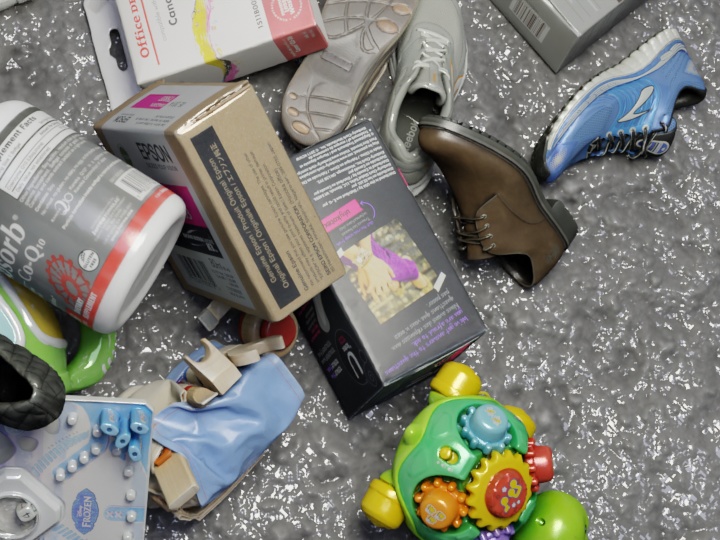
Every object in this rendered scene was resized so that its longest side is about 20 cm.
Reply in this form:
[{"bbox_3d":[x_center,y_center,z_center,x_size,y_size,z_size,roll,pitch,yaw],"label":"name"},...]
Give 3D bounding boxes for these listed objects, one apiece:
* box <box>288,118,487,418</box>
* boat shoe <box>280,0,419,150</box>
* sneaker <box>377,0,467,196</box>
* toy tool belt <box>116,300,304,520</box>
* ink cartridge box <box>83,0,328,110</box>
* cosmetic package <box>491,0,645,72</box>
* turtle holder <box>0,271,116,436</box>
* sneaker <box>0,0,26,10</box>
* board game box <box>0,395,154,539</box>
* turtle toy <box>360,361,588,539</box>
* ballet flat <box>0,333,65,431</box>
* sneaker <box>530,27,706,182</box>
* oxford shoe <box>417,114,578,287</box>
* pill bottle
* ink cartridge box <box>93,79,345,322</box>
[{"bbox_3d":[0.000,0.000,1.281,0.105,0.122,0.202,-25,81,-20],"label":"box"},{"bbox_3d":[-0.011,-0.191,1.364,0.074,0.073,0.201,32,75,4],"label":"boat shoe"},{"bbox_3d":[0.060,-0.166,1.362,0.075,0.092,0.202,14,70,-7],"label":"sneaker"},{"bbox_3d":[-0.101,0.104,1.221,0.200,0.122,0.125,-47,113,-20],"label":"toy tool belt"},{"bbox_3d":[-0.139,-0.218,1.309,0.198,0.067,0.118,-18,80,7],"label":"ink cartridge box"},{"bbox_3d":[0.225,-0.289,1.440,0.200,0.090,0.107,-41,83,-17],"label":"cosmetic package"},{"bbox_3d":[-0.280,0.057,1.177,0.183,0.141,0.133,-11,92,14],"label":"turtle holder"},{"bbox_3d":[-0.346,-0.314,1.331,0.088,0.075,0.202,-21,80,-6],"label":"sneaker"},{"bbox_3d":[-0.257,0.181,1.146,0.197,0.202,0.026,3,29,-10],"label":"board game box"},{"bbox_3d":[0.104,0.175,1.248,0.199,0.101,0.147,37,80,-33],"label":"turtle toy"},{"bbox_3d":[-0.291,0.050,1.084,0.198,0.057,0.067,23,71,12],"label":"ballet flat"},{"bbox_3d":[0.238,-0.136,1.401,0.199,0.079,0.089,-36,81,-20],"label":"sneaker"},{"bbox_3d":[0.108,-0.054,1.312,0.200,0.072,0.085,43,72,-33],"label":"oxford shoe"},{"bbox_3d":[-0.237,-0.051,1.137,0.199,0.116,0.117,31,69,1],"label":"pill bottle"},{"bbox_3d":[-0.113,-0.058,1.207,0.075,0.199,0.166,-35,110,-18],"label":"ink cartridge box"}]
